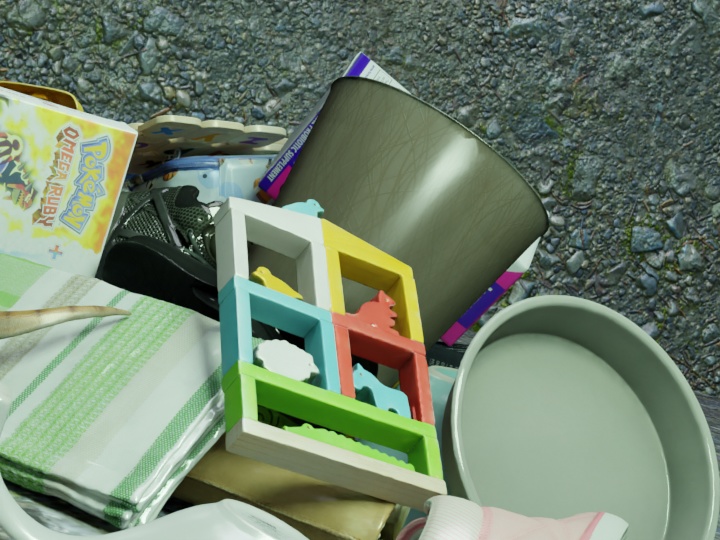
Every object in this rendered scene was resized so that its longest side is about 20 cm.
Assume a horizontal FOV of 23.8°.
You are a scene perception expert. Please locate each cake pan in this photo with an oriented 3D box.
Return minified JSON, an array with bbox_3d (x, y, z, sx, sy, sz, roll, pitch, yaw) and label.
[{"bbox_3d":[0.131,0.115,1.040,0.199,0.202,0.037,15,-29,-25],"label":"cake pan"}]

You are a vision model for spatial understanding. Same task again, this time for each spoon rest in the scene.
[{"bbox_3d":[-0.095,0.123,0.790,0.199,0.061,0.099,30,1,-13],"label":"spoon rest"}]

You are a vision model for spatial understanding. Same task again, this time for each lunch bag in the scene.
[{"bbox_3d":[-0.099,-0.054,1.436,0.198,0.076,0.160,2,-5,-24],"label":"lunch bag"}]

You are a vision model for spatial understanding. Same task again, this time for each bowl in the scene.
[{"bbox_3d":[0.085,0.130,1.129,0.199,0.106,0.201,18,2,-1],"label":"bowl"}]

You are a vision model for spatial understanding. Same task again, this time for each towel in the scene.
[{"bbox_3d":[-0.164,0.063,0.950,0.199,0.031,0.149,17,43,25],"label":"towel"}]

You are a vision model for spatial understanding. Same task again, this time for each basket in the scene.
[{"bbox_3d":[0.000,0.000,1.138,0.180,0.201,0.136,32,-18,9],"label":"basket"}]

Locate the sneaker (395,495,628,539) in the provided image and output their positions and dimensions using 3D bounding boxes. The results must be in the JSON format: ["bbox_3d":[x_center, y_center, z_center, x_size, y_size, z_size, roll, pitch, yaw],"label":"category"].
[{"bbox_3d":[0.075,0.152,0.887,0.104,0.076,0.200,23,8,16],"label":"sneaker"}]

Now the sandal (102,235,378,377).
[{"bbox_3d":[-0.082,0.040,1.037,0.199,0.076,0.048,20,28,25],"label":"sandal"}]

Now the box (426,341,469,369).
[{"bbox_3d":[0.136,0.134,1.336,0.199,0.108,0.148,17,2,25],"label":"box"}]

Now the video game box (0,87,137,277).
[{"bbox_3d":[-0.255,-0.020,1.072,0.181,0.202,0.047,15,7,-25],"label":"video game box"}]

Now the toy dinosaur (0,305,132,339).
[{"bbox_3d":[-0.236,0.032,0.926,0.198,0.061,0.107,2,37,9],"label":"toy dinosaur"}]

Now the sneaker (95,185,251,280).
[{"bbox_3d":[-0.146,0.011,1.249,0.113,0.200,0.076,-13,-48,19],"label":"sneaker"}]

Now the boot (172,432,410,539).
[{"bbox_3d":[-0.064,0.114,1.006,0.198,0.067,0.175,16,15,12],"label":"boot"}]

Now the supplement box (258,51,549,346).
[{"bbox_3d":[0.036,-0.055,1.327,0.200,0.101,0.104,39,31,-6],"label":"supplement box"}]

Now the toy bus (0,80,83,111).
[{"bbox_3d":[-0.260,-0.031,1.325,0.135,0.202,0.192,6,-5,11],"label":"toy bus"}]

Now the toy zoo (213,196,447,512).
[{"bbox_3d":[-0.020,0.034,0.963,0.130,0.020,0.201,21,41,-27],"label":"toy zoo"}]

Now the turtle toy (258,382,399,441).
[{"bbox_3d":[-0.031,0.056,1.236,0.146,0.200,0.101,41,-19,0],"label":"turtle toy"}]

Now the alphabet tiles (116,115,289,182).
[{"bbox_3d":[-0.159,-0.100,1.406,0.199,0.015,0.195,3,-12,-35],"label":"alphabet tiles"}]
